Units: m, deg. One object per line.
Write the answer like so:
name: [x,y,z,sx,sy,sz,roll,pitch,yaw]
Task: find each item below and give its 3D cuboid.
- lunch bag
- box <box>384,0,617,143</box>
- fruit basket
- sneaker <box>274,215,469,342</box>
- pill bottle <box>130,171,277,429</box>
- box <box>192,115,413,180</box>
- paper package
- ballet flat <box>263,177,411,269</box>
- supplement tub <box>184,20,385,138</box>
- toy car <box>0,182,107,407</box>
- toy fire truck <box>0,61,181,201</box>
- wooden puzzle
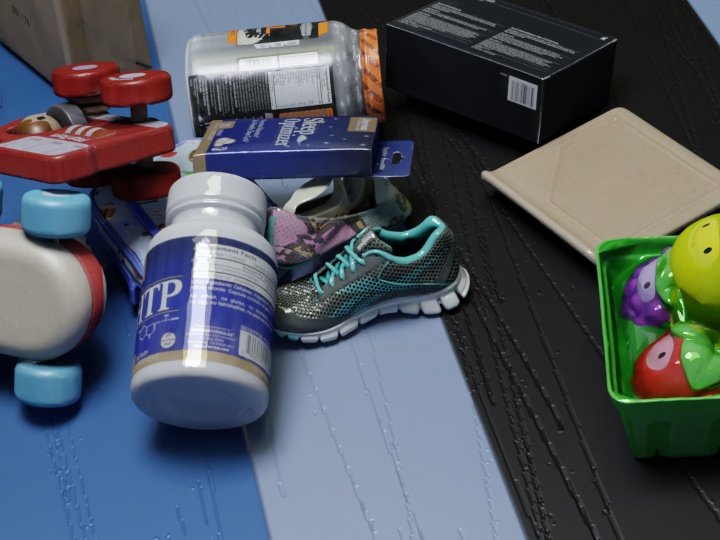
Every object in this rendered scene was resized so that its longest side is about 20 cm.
lunch bag: [-0.167,-0.037,1.636,0.159,0.076,0.200,-25,42,-17]
box: [0.144,-0.216,1.778,0.199,0.080,0.141,25,39,32]
fruit basket: [0.274,0.027,1.399,0.154,0.217,0.217,-2,40,5]
sneaker: [0.000,0.000,1.553,0.198,0.092,0.078,-15,40,-10]
pill bottle: [-0.131,0.024,1.477,0.118,0.120,0.202,-1,61,7]
box: [-0.051,-0.115,1.603,0.198,0.033,0.121,0,20,4]
paper package: [-0.336,-0.314,1.891,0.103,0.192,0.200,-30,46,-25]
ballet flat: [-0.017,-0.061,1.600,0.069,0.072,0.199,18,27,36]
supplement tub: [-0.076,-0.191,1.764,0.198,0.123,0.123,-5,40,1]
toy car: [-0.288,0.003,1.570,0.175,0.186,0.200,9,14,18]
toy fire truck: [-0.268,-0.120,1.571,0.167,0.113,0.199,-18,21,-40]
wooden puzzle: [0.245,-0.078,1.658,0.199,0.038,0.185,-24,42,-25]
